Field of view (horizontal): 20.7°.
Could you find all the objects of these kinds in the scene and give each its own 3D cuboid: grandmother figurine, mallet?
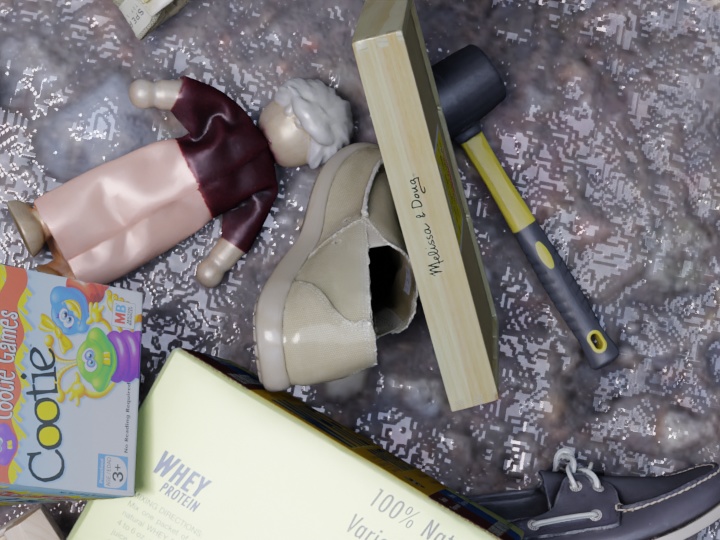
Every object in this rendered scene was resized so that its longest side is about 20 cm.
[{"bbox_3d":[-0.095,-0.054,1.102,0.199,0.061,0.122,-25,118,-11],"label":"grandmother figurine"},{"bbox_3d":[0.082,-0.027,1.135,0.065,0.041,0.201,-26,95,-8],"label":"mallet"}]

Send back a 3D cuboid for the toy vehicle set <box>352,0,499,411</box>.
[{"bbox_3d":[0.037,-0.041,1.052,0.026,0.124,0.202,-14,105,8],"label":"toy vehicle set"}]

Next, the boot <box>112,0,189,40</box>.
[{"bbox_3d":[-0.167,-0.192,1.092,0.199,0.072,0.155,-34,94,-9],"label":"boot"}]

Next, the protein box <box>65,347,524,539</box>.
[{"bbox_3d":[-0.049,0.176,1.024,0.197,0.135,0.201,29,90,9],"label":"protein box"}]

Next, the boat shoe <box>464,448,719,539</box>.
[{"bbox_3d":[0.116,0.134,1.111,0.198,0.073,0.063,-17,92,-4],"label":"boat shoe"}]

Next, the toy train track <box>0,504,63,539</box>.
[{"bbox_3d":[-0.249,0.186,1.048,0.199,0.033,0.115,-29,102,5],"label":"toy train track"}]

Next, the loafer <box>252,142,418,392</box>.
[{"bbox_3d":[0.000,0.000,1.053,0.068,0.201,0.076,7,126,14],"label":"loafer"}]

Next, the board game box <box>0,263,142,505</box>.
[{"bbox_3d":[-0.212,0.064,0.989,0.103,0.199,0.106,13,74,-45],"label":"board game box"}]
